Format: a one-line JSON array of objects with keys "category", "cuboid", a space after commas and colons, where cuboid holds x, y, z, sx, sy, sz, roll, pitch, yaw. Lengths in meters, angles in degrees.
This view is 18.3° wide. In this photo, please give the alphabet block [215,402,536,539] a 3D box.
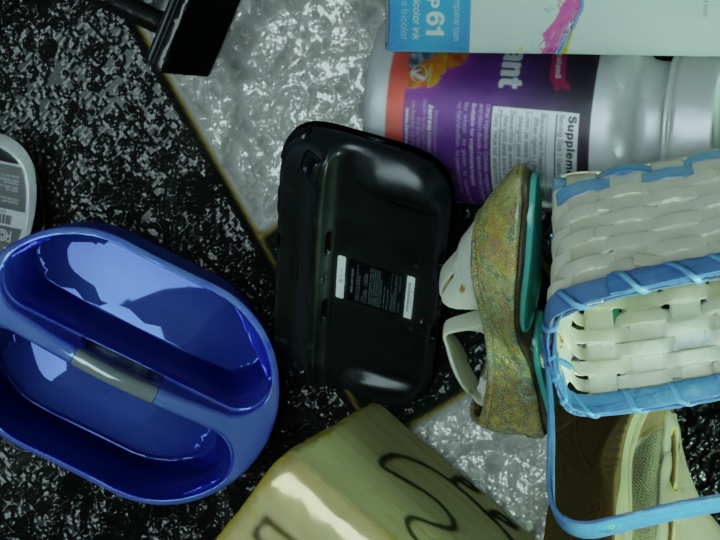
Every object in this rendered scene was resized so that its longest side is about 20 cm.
[{"category": "alphabet block", "cuboid": [0.002, 0.223, 1.297, 0.200, 0.195, 0.197, 40, 103, 8]}]

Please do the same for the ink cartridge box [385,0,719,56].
[{"category": "ink cartridge box", "cuboid": [0.113, -0.176, 1.244, 0.198, 0.145, 0.085, 0, 111, 2]}]

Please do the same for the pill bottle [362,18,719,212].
[{"category": "pill bottle", "cuboid": [0.109, -0.090, 1.294, 0.199, 0.111, 0.112, 6, 95, 14]}]

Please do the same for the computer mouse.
[{"category": "computer mouse", "cuboid": [-0.235, 0.010, 1.429, 0.109, 0.044, 0.201, 14, 102, 18]}]

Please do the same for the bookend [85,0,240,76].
[{"category": "bookend", "cuboid": [-0.153, -0.251, 1.364, 0.199, 0.092, 0.200, 26, 100, 13]}]

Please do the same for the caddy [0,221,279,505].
[{"category": "caddy", "cuboid": [-0.144, 0.054, 1.351, 0.199, 0.105, 0.142, 26, 99, -5]}]

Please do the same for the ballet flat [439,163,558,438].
[{"category": "ballet flat", "cuboid": [0.077, 0.022, 1.288, 0.070, 0.071, 0.201, 4, 136, 15]}]

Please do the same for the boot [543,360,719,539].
[{"category": "boot", "cuboid": [0.184, 0.140, 1.301, 0.155, 0.201, 0.073, 36, 135, -27]}]

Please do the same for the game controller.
[{"category": "game controller", "cuboid": [0.000, 0.000, 1.318, 0.104, 0.042, 0.201, 11, 134, 6]}]

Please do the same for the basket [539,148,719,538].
[{"category": "basket", "cuboid": [0.181, 0.039, 1.193, 0.175, 0.139, 0.201, -8, 54, 9]}]
